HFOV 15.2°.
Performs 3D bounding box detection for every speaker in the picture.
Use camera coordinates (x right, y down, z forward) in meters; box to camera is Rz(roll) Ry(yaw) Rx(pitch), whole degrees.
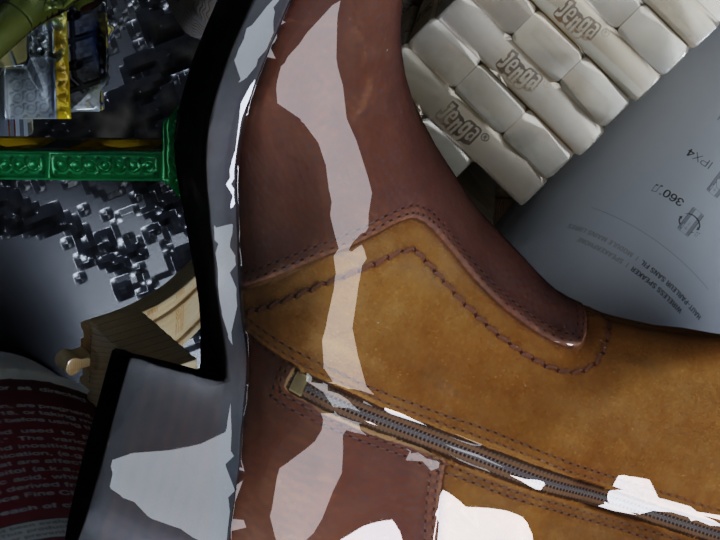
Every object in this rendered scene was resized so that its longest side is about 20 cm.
[{"bbox_3d":[0.092,-0.019,0.748,0.081,0.081,0.200,52,59,-25],"label":"speaker"}]

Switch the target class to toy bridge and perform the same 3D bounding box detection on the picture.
[{"bbox_3d":[0.000,0.000,0.775,0.200,0.067,0.027,-17,127,-32],"label":"toy bridge"}]

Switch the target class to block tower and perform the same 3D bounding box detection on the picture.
[{"bbox_3d":[0.067,-0.081,0.705,0.058,0.054,0.200,43,105,-9],"label":"block tower"}]

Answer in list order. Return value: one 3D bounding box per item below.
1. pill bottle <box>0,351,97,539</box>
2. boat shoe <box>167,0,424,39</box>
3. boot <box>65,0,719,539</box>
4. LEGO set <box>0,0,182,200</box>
[{"bbox_3d":[-0.091,0.094,0.716,0.113,0.200,0.113,-5,111,-15],"label":"pill bottle"},{"bbox_3d":[0.025,-0.138,0.742,0.072,0.076,0.200,29,109,-28],"label":"boat shoe"},{"bbox_3d":[0.052,0.008,0.619,0.200,0.068,0.189,15,87,-11],"label":"boot"},{"bbox_3d":[-0.068,-0.102,0.696,0.153,0.116,0.201,-8,98,9],"label":"LEGO set"}]
